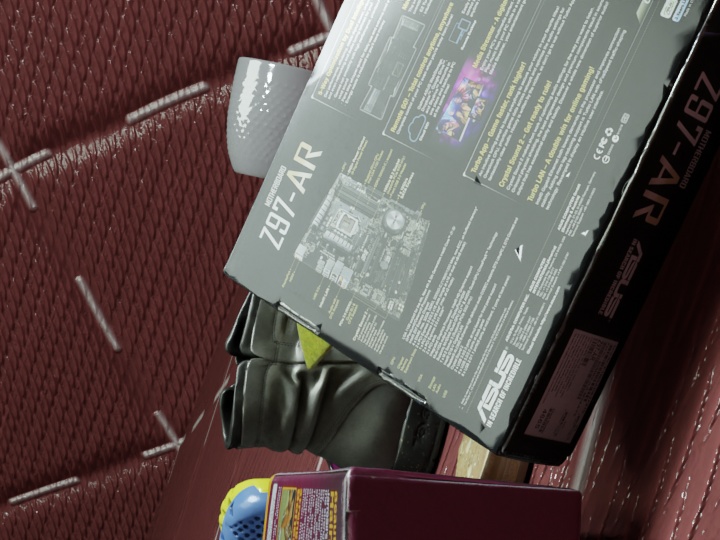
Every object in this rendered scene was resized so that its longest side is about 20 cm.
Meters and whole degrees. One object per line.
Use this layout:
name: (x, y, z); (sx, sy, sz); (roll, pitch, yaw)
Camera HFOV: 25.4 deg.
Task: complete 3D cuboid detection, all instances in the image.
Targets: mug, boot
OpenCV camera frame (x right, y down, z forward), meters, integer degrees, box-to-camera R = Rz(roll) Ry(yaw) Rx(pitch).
mug: (-0.127, -0.230, 2.516); (0.200, 0.147, 0.177); (5, -82, -67)
boot: (-0.003, 0.022, 0.926); (0.068, 0.130, 0.201); (126, 162, -67)

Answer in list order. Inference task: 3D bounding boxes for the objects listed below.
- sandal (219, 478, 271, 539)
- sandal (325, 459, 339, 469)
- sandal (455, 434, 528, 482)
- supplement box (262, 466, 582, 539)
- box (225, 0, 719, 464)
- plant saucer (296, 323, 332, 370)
sandal: (-0.056, 0.218, 1.020); (0.087, 0.079, 0.201); (-89, 1, -54)
sandal: (0.000, 0.109, 1.007); (0.201, 0.048, 0.076); (-81, 12, -48)
sandal: (0.051, 0.020, 0.770); (0.078, 0.069, 0.213); (117, 169, -49)
supplement box: (0.013, 0.135, 0.617); (0.200, 0.085, 0.111); (146, 129, -77)
box: (0.049, -0.053, 0.597); (0.160, 0.043, 0.201); (30, 99, 40)
plant saucer: (0.044, -0.064, 0.775); (0.200, 0.048, 0.200); (-49, -1, -30)
